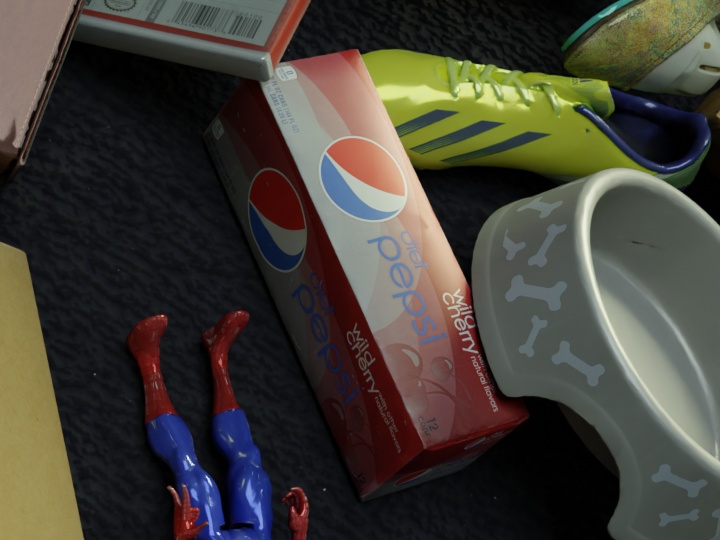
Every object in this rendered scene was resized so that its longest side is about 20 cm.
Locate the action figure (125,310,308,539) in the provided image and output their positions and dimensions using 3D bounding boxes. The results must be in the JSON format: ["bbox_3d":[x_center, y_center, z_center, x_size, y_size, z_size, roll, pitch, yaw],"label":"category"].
[{"bbox_3d":[-0.056,0.114,0.977,0.065,0.052,0.200,-1,67,-32],"label":"action figure"}]

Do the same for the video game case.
[{"bbox_3d":[-0.074,-0.182,1.094,0.143,0.017,0.200,13,56,17],"label":"video game case"}]

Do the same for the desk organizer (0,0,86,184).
[{"bbox_3d":[-0.154,-0.148,1.002,0.077,0.072,0.200,21,81,-11],"label":"desk organizer"}]

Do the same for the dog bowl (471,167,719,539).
[{"bbox_3d":[0.142,0.040,1.068,0.200,0.059,0.200,32,40,-31],"label":"dog bowl"}]

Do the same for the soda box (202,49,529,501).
[{"bbox_3d":[0.000,0.000,1.050,0.063,0.070,0.200,-14,72,-34],"label":"soda box"}]

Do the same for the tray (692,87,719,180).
[{"bbox_3d":[0.258,-0.020,1.178,0.200,0.099,0.037,43,84,-2],"label":"tray"}]

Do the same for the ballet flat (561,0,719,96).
[{"bbox_3d":[0.175,-0.126,1.191,0.071,0.071,0.200,51,35,5],"label":"ballet flat"}]

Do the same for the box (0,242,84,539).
[{"bbox_3d":[-0.171,0.067,0.904,0.163,0.021,0.200,25,46,-58],"label":"box"}]

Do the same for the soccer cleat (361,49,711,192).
[{"bbox_3d":[0.083,-0.081,1.128,0.200,0.084,0.065,14,58,-22],"label":"soccer cleat"}]
